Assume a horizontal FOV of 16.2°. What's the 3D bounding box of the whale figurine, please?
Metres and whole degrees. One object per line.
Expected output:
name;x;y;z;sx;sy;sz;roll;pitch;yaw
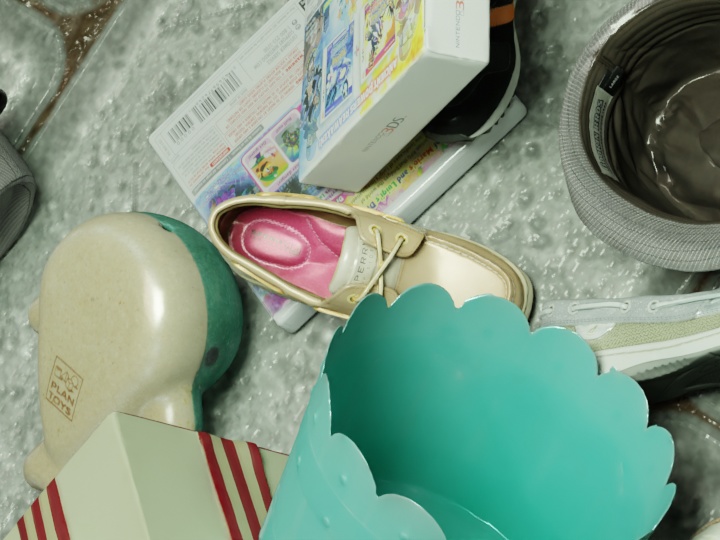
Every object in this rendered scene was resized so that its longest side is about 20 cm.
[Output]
whale figurine;-0.140;0.061;1.546;0.159;0.104;0.200;35;115;36

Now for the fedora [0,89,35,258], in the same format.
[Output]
fedora;-0.284;-0.031;1.643;0.090;0.177;0.200;47;109;5

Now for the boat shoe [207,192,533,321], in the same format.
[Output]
boat shoe;0.000;0.000;1.468;0.200;0.069;0.074;13;86;22

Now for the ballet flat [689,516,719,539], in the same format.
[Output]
ballet flat;0.170;0.185;1.304;0.068;0.067;0.200;38;92;36

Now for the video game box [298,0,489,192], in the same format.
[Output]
video game box;0.018;-0.165;1.461;0.200;0.047;0.183;138;139;-61

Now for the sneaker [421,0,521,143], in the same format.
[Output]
sneaker;0.062;-0.175;1.489;0.070;0.090;0.200;6;63;23

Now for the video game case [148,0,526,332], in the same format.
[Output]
video game case;-0.019;-0.089;1.563;0.200;0.024;0.182;-43;55;9

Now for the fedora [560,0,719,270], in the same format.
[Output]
fedora;0.206;-0.071;1.365;0.200;0.090;0.177;19;80;41

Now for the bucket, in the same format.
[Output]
bucket;0.051;0.122;1.304;0.207;0.207;0.135;53;134;35

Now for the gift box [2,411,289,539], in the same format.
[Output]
gift box;-0.094;0.219;1.375;0.200;0.184;0.187;-54;40;31

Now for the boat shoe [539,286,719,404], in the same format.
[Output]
boat shoe;0.185;0.028;1.359;0.202;0.074;0.065;-17;66;33
